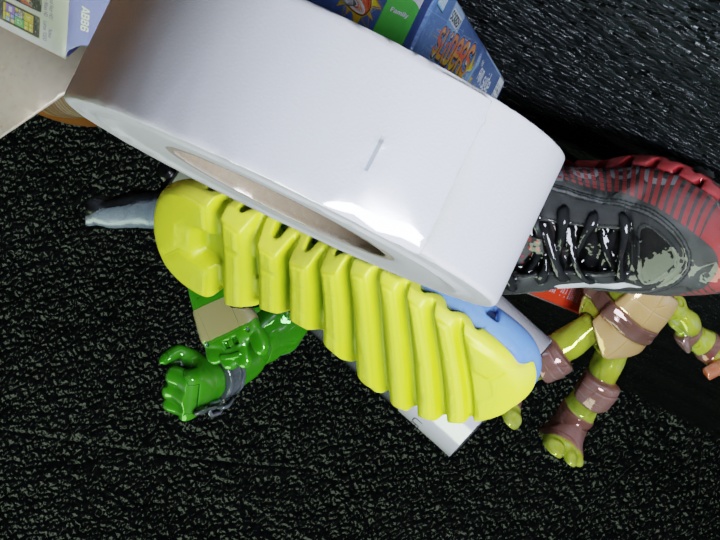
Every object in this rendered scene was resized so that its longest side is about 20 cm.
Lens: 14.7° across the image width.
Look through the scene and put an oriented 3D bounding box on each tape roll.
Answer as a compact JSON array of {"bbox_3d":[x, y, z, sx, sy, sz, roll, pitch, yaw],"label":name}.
[{"bbox_3d":[-0.019,-0.057,1.151,0.202,0.071,0.202,26,176,2],"label":"tape roll"}]

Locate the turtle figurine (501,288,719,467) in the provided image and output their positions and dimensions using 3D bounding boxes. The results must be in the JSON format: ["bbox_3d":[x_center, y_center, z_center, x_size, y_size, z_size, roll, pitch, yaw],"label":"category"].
[{"bbox_3d":[0.141,0.027,1.595,0.200,0.161,0.064,31,-162,-41],"label":"turtle figurine"}]

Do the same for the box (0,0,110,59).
[{"bbox_3d":[-0.181,-0.178,1.240,0.199,0.042,0.119,26,138,15],"label":"box"}]

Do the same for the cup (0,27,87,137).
[{"bbox_3d":[-0.200,-0.148,1.380,0.144,0.200,0.200,56,170,-13],"label":"cup"}]

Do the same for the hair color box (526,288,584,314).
[{"bbox_3d":[0.099,-0.019,1.663,0.101,0.061,0.200,24,-179,33],"label":"hair color box"}]

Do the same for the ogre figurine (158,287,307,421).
[{"bbox_3d":[-0.050,-0.017,1.609,0.098,0.201,0.120,3,-174,25],"label":"ogre figurine"}]

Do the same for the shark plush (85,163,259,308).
[{"bbox_3d":[-0.047,-0.016,1.467,0.199,0.084,0.091,14,168,-4],"label":"shark plush"}]

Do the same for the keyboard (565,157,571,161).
[{"bbox_3d":[0.059,-0.077,1.614,0.127,0.021,0.200,29,176,-29],"label":"keyboard"}]

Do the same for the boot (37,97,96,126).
[{"bbox_3d":[-0.126,-0.110,1.666,0.199,0.077,0.155,-4,-172,-34],"label":"boot"}]

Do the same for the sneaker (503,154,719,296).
[{"bbox_3d":[0.093,-0.020,1.329,0.200,0.071,0.098,16,-148,31],"label":"sneaker"}]

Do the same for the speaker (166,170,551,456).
[{"bbox_3d":[0.000,0.000,1.402,0.200,0.081,0.081,42,178,2],"label":"speaker"}]

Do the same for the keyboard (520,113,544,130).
[{"bbox_3d":[0.077,-0.056,1.456,0.199,0.040,0.104,5,165,24],"label":"keyboard"}]

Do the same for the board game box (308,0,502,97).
[{"bbox_3d":[-0.014,-0.116,1.239,0.135,0.035,0.200,25,177,12],"label":"board game box"}]

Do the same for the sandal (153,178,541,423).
[{"bbox_3d":[0.004,-0.003,1.292,0.200,0.087,0.080,32,139,21],"label":"sandal"}]
